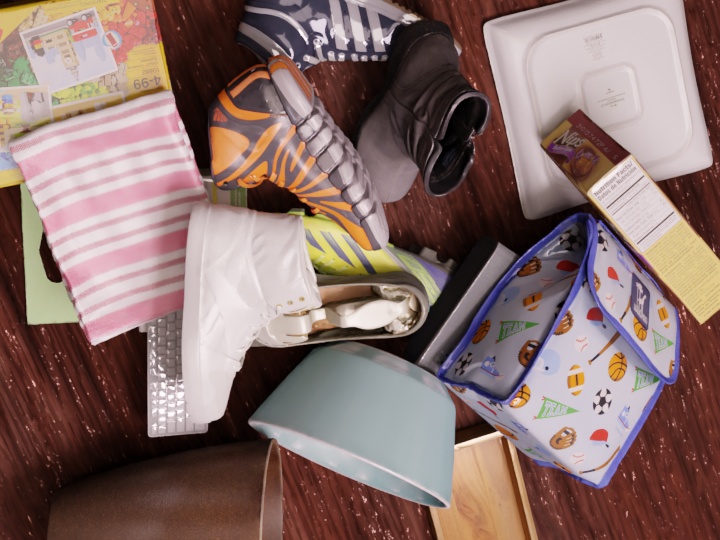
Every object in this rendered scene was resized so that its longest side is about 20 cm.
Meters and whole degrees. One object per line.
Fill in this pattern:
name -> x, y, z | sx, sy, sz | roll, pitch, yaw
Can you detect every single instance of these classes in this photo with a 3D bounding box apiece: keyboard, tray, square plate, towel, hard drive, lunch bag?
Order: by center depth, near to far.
towel -> -0.200, -0.045, 1.261 | 0.146, 0.030, 0.200 | -20, 115, -7
keyboard -> -0.166, 0.055, 1.329 | 0.056, 0.011, 0.200 | -1, 106, -12
lunch bag -> 0.200, 0.070, 1.342 | 0.170, 0.124, 0.200 | 43, 74, -35
square plate -> 0.233, -0.165, 1.398 | 0.200, 0.028, 0.198 | -17, 106, -8
hard drive -> 0.152, 0.070, 1.406 | 0.200, 0.033, 0.140 | 31, 95, -34
tray -> 0.122, 0.257, 1.471 | 0.099, 0.037, 0.200 | -17, 105, -7

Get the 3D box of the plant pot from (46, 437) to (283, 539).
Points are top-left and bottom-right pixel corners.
plant pot -> -0.179, 0.247, 1.345 | 0.200, 0.187, 0.187 | 0, 103, 3

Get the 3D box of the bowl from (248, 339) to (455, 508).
bowl -> 0.007, 0.133, 1.352 | 0.201, 0.201, 0.105 | 26, 77, -16

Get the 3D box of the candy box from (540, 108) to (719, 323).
candy box -> 0.261, -0.050, 1.362 | 0.056, 0.117, 0.200 | -41, 120, 7

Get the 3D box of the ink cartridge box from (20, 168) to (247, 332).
ink cartridge box -> -0.204, -0.018, 1.332 | 0.200, 0.048, 0.146 | -3, 104, -14

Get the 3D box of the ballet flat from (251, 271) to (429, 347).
ballet flat -> -0.036, 0.036, 1.316 | 0.200, 0.064, 0.067 | -7, 107, -4

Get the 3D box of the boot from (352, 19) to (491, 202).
boot -> 0.049, -0.107, 1.286 | 0.070, 0.132, 0.200 | -2, 136, -18

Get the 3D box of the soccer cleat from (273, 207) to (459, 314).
soccer cleat -> 0.001, 0.000, 1.366 | 0.200, 0.065, 0.084 | 21, 87, -18

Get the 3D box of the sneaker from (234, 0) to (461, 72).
sneaker -> -0.016, -0.202, 1.314 | 0.200, 0.070, 0.109 | 24, 95, -12

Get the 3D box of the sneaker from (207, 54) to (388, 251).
sneaker -> -0.062, -0.085, 1.293 | 0.112, 0.078, 0.200 | -30, 108, 12

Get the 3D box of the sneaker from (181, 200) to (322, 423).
sneaker -> -0.092, 0.043, 1.261 | 0.115, 0.074, 0.200 | 5, 109, 1

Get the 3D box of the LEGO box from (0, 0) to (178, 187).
LEGO box -> -0.268, -0.160, 1.267 | 0.200, 0.077, 0.149 | -13, 105, -9
